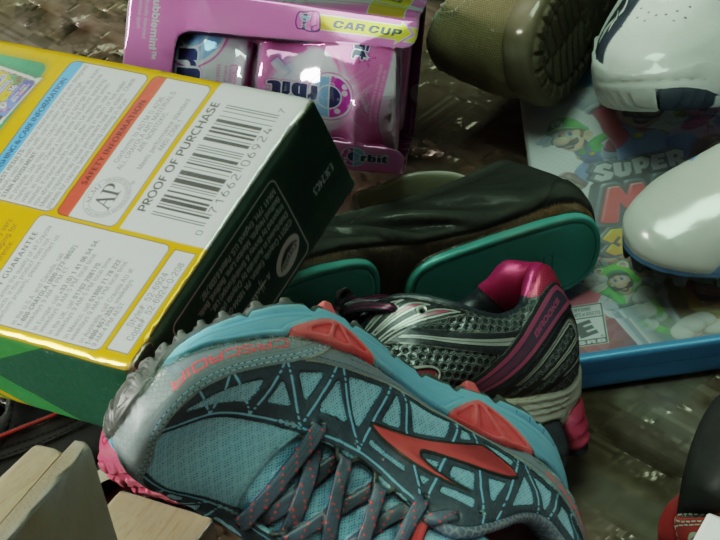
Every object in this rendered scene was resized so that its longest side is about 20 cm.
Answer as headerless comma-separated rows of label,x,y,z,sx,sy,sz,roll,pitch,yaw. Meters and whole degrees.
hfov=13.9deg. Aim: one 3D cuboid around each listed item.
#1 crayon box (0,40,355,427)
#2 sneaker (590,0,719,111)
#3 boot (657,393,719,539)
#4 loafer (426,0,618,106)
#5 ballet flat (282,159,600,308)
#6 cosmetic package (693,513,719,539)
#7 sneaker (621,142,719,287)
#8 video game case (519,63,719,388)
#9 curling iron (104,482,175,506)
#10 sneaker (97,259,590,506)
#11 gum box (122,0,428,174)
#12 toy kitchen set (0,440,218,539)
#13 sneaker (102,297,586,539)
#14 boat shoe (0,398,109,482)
crayon box,-0.117,-0.018,1.081,0.199,0.052,0.126,14,58,34
sneaker,0.146,-0.158,1.279,0.079,0.130,0.199,6,30,31
boot,0.164,0.122,1.023,0.144,0.072,0.201,-19,50,37
loafer,0.088,-0.141,1.329,0.067,0.076,0.200,8,30,22
ballet flat,0.000,0.000,1.161,0.199,0.068,0.068,-14,41,-29
cosmetic package,0.110,0.187,0.881,0.107,0.085,0.200,22,68,34
sneaker,0.191,-0.054,1.188,0.199,0.073,0.072,-24,42,-13
video game case,0.144,-0.030,1.240,0.142,0.018,0.200,-9,38,4
curling iron,-0.074,0.084,1.141,0.200,0.026,0.050,-30,5,-28
sneaker,-0.008,0.045,1.094,0.199,0.075,0.080,-11,11,-32
gum box,-0.033,-0.084,1.217,0.113,0.067,0.200,6,7,2
toy kitchen set,-0.170,0.127,1.006,0.180,0.164,0.200,14,45,28
sneaker,0.008,0.075,0.986,0.199,0.079,0.096,18,30,-36
boat shoe,-0.125,0.062,1.140,0.201,0.063,0.074,-28,4,-20
